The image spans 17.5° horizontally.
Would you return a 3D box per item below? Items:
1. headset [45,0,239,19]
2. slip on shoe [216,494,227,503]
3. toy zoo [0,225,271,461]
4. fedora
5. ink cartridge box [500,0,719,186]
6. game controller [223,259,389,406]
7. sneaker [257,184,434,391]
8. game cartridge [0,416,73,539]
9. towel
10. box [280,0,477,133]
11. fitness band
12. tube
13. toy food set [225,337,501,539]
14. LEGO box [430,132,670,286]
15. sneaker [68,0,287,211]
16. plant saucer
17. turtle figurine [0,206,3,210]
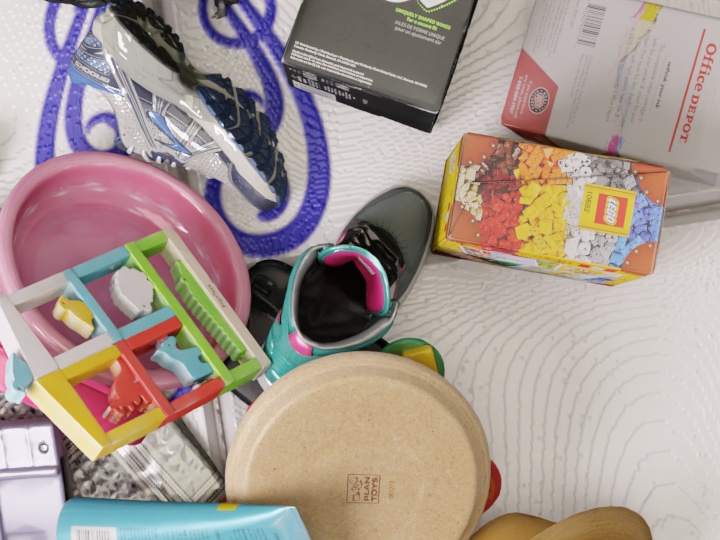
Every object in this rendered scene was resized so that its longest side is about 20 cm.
[{"bbox_3d":[-0.188,-0.250,1.777,0.199,0.094,0.124,24,87,15],"label":"headset"},{"bbox_3d":[-0.023,0.209,1.760,0.199,0.061,0.075,17,106,-13],"label":"slip on shoe"},{"bbox_3d":[-0.171,0.053,1.643,0.199,0.020,0.132,-26,73,-43],"label":"toy zoo"},{"bbox_3d":[0.124,0.236,1.735,0.201,0.201,0.082,-45,51,-3],"label":"fedora"},{"bbox_3d":[0.218,-0.135,1.739,0.199,0.067,0.117,17,88,24],"label":"ink cartridge box"},{"bbox_3d":[-0.026,0.084,1.780,0.200,0.042,0.105,39,102,0],"label":"game controller"},{"bbox_3d":[0.000,0.000,1.714,0.083,0.121,0.201,36,66,-1],"label":"sneaker"},{"bbox_3d":[-0.271,0.212,1.732,0.128,0.038,0.202,-6,101,7],"label":"game cartridge"},{"bbox_3d":[-0.226,0.151,1.768,0.192,0.035,0.200,-39,89,-2],"label":"towel"},{"bbox_3d":[0.030,-0.221,1.731,0.123,0.149,0.201,19,88,1],"label":"box"},{"bbox_3d":[-0.244,0.076,1.686,0.199,0.144,0.038,24,88,-5],"label":"fitness band"},{"bbox_3d":[-0.122,0.191,1.666,0.198,0.078,0.051,0,48,27],"label":"tube"},{"bbox_3d":[0.001,0.149,1.681,0.196,0.049,0.201,-14,110,-1],"label":"toy food set"},{"bbox_3d":[0.134,-0.042,1.703,0.148,0.200,0.078,10,87,-1],"label":"LEGO box"},{"bbox_3d":[-0.138,-0.113,1.767,0.085,0.077,0.200,-39,103,25],"label":"sneaker"},{"bbox_3d":[-0.180,0.007,1.724,0.199,0.051,0.202,16,51,-21],"label":"plant saucer"},{"bbox_3d":[-0.357,-0.018,1.742,0.199,0.101,0.151,-25,93,-10],"label":"turtle figurine"}]
